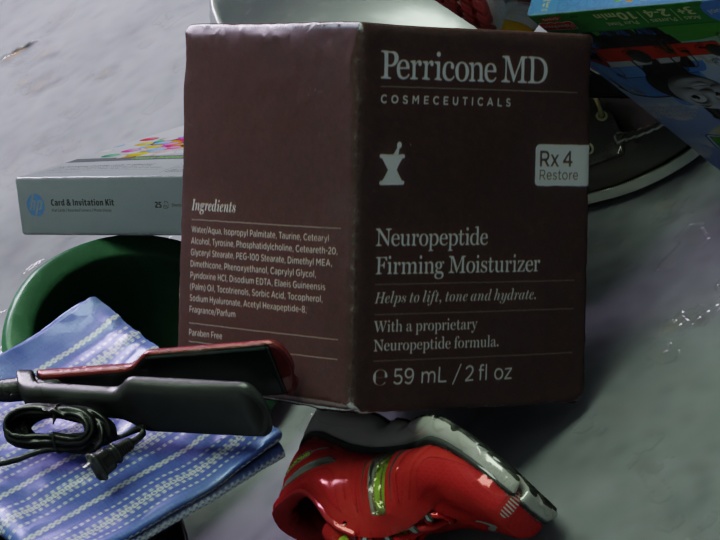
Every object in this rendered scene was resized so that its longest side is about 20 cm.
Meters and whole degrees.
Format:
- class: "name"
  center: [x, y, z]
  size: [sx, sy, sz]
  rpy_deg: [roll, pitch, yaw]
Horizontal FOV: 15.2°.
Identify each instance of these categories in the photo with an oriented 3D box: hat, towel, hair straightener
- class: "hat"
  center: [-0.146, 0.091, 1.676]
  size: [0.200, 0.176, 0.166]
  rpy_deg: [31, 53, 18]
- class: "towel"
  center: [-0.148, 0.085, 1.424]
  size: [0.144, 0.024, 0.200]
  rpy_deg: [-30, 35, -23]
- class: "hair straightener"
  center: [-0.135, 0.071, 1.388]
  size: [0.199, 0.041, 0.077]
  rpy_deg: [1, 37, 22]

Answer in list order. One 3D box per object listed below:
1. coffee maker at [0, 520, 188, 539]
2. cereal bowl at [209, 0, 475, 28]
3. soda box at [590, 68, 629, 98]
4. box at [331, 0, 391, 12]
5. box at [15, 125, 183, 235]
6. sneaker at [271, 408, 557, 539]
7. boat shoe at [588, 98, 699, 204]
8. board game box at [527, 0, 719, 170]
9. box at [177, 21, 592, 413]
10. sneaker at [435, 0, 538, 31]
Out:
- class: "coffee maker"
  center: [-0.215, 0.182, 1.489]
  size: [0.200, 0.135, 0.193]
  rpy_deg: [2, 64, 49]
- class: "cereal bowl"
  center: [0.004, -0.139, 1.690]
  size: [0.199, 0.084, 0.201]
  rpy_deg: [2, 43, -2]
- class: "soda box"
  center: [0.199, -0.163, 1.642]
  size: [0.063, 0.071, 0.200]
  rpy_deg: [4, 21, 36]
- class: "box"
  center: [0.024, -0.179, 1.806]
  size: [0.199, 0.070, 0.064]
  rpy_deg: [-28, 32, 3]
- class: "box"
  center: [-0.097, -0.062, 1.718]
  size: [0.155, 0.041, 0.200]
  rpy_deg: [1, 13, 34]
- class: "sneaker"
  center: [0.025, 0.126, 1.397]
  size: [0.200, 0.077, 0.085]
  rpy_deg: [2, 55, 57]
- class: "boat shoe"
  center: [0.129, -0.077, 1.643]
  size: [0.201, 0.060, 0.072]
  rpy_deg: [-22, 26, 16]
- class: "board game box"
  center: [0.210, -0.110, 1.469]
  size: [0.151, 0.200, 0.037]
  rpy_deg: [0, 66, 46]
- class: "box"
  center: [0.012, -0.031, 1.457]
  size: [0.165, 0.201, 0.164]
  rpy_deg: [-1, 4, -37]
- class: "sneaker"
  center: [0.073, -0.183, 1.544]
  size: [0.082, 0.078, 0.200]
  rpy_deg: [-56, -11, 7]
